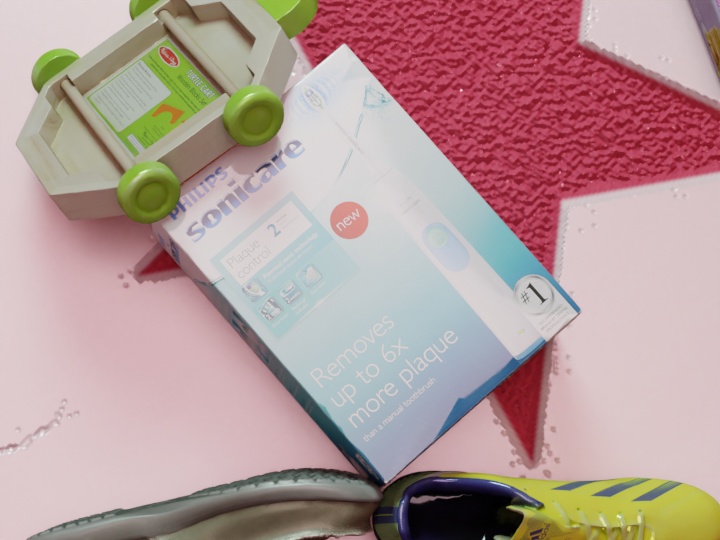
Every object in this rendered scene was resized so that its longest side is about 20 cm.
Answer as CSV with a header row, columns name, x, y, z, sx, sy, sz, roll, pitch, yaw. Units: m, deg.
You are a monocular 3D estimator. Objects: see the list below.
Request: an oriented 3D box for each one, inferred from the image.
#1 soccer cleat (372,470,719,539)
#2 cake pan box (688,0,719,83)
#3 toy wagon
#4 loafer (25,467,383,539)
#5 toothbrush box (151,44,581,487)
name,x,y,z,sx,sy,sz,roll,pitch,yaw
soccer cleat,0.106,0.143,1.060,0.200,0.084,0.065,3,80,-4
cake pan box,0.280,-0.219,1.149,0.200,0.052,0.184,-17,85,-7
toy wagon,-0.094,-0.107,1.061,0.200,0.040,0.155,-36,42,-5
loafer,-0.082,0.155,1.051,0.200,0.075,0.070,-13,88,8
toothbrush box,0.000,0.000,1.076,0.146,0.085,0.200,-40,84,-9
